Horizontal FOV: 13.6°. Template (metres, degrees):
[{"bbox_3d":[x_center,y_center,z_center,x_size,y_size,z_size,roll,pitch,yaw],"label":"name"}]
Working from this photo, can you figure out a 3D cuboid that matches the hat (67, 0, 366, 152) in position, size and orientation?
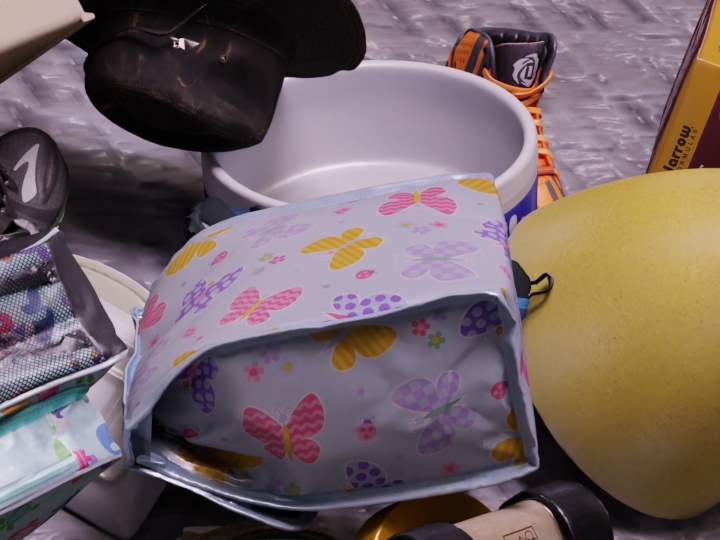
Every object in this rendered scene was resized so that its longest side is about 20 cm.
[{"bbox_3d":[-0.097,-0.115,1.735,0.199,0.201,0.081,11,70,-14],"label":"hat"}]

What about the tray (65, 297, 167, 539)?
[{"bbox_3d":[-0.178,0.049,1.585,0.199,0.022,0.108,28,73,13],"label":"tray"}]

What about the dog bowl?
[{"bbox_3d":[0.007,-0.047,1.787,0.199,0.079,0.200,-2,30,1],"label":"dog bowl"}]

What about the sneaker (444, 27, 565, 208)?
[{"bbox_3d":[0.095,-0.087,1.922,0.077,0.112,0.200,0,37,-29],"label":"sneaker"}]

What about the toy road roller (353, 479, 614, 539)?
[{"bbox_3d":[0.057,0.206,1.470,0.123,0.146,0.201,-14,82,-42],"label":"toy road roller"}]

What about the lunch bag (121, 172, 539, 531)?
[{"bbox_3d":[-0.017,0.043,1.501,0.199,0.128,0.170,-9,22,3],"label":"lunch bag"}]

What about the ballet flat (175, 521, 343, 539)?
[{"bbox_3d":[-0.090,0.157,1.490,0.199,0.071,0.071,-12,43,-41],"label":"ballet flat"}]

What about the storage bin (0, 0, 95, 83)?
[{"bbox_3d":[-0.285,-0.115,1.661,0.200,0.198,0.094,-31,92,-52],"label":"storage bin"}]

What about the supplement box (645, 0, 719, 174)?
[{"bbox_3d":[0.308,-0.093,2.032,0.199,0.133,0.197,21,32,2],"label":"supplement box"}]

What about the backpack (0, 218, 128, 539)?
[{"bbox_3d":[-0.225,0.077,1.424,0.199,0.177,0.151,-14,75,-42],"label":"backpack"}]

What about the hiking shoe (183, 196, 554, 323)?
[{"bbox_3d":[0.000,0.000,1.668,0.199,0.074,0.087,26,76,-1],"label":"hiking shoe"}]

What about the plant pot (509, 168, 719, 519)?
[{"bbox_3d":[0.197,0.020,1.705,0.200,0.142,0.201,28,45,-32],"label":"plant pot"}]

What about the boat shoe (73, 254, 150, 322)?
[{"bbox_3d":[-0.106,0.063,1.627,0.199,0.066,0.075,29,77,17],"label":"boat shoe"}]

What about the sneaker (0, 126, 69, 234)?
[{"bbox_3d":[-0.225,-0.040,1.696,0.077,0.084,0.200,30,33,16],"label":"sneaker"}]
